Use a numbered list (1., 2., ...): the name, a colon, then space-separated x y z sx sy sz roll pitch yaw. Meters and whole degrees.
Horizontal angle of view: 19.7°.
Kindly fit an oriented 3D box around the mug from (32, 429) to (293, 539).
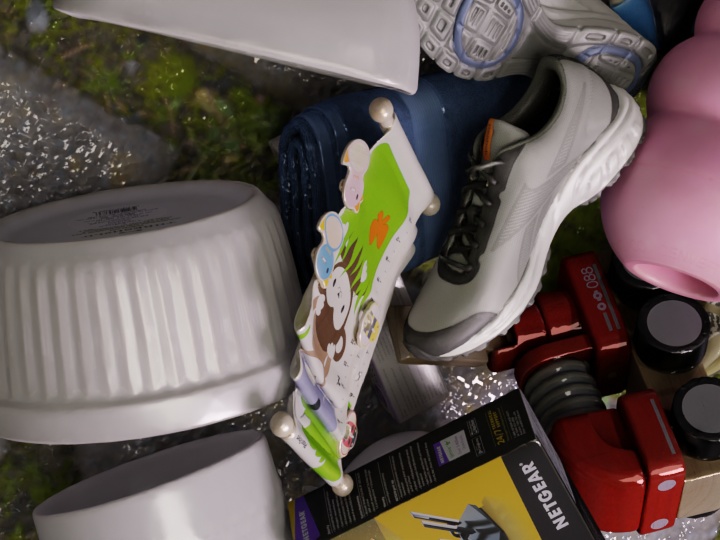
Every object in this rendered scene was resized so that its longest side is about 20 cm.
1. mug: -0.120 0.209 1.252 0.147 0.199 0.177 -24 98 -57

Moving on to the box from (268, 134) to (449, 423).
1. box: 0.000 0.000 1.294 0.041 0.039 0.201 -28 116 -9

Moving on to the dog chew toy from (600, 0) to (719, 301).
1. dog chew toy: 0.222 -0.086 1.258 0.124 0.124 0.202 26 78 -27

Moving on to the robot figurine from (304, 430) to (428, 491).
1. robot figurine: 0.057 0.178 1.337 0.199 0.114 0.169 36 127 -28

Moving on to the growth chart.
1. growth chart: -0.003 0.016 1.152 0.145 0.018 0.202 42 64 -66

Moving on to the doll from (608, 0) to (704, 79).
1. doll: 0.207 -0.192 1.304 0.135 0.048 0.202 -10 118 -28

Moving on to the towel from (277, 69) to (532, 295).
1. towel: 0.036 -0.061 1.252 0.199 0.048 0.113 -17 109 -36

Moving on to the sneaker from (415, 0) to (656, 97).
1. sneaker: 0.086 -0.155 1.239 0.199 0.087 0.075 22 117 -39

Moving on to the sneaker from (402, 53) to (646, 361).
1. sneaker: 0.081 -0.038 1.213 0.079 0.074 0.201 37 83 -33

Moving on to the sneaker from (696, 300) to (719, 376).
1. sneaker: 0.236 -0.028 1.369 0.088 0.077 0.202 19 95 -13

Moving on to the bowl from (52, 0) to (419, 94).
1. bowl: -0.061 -0.152 1.119 0.198 0.200 0.075 12 96 -5

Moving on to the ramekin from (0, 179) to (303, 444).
1. ramekin: -0.127 0.017 1.168 0.198 0.200 0.106 -12 103 -17

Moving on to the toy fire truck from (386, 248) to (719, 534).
1. toy fire truck: 0.122 0.072 1.287 0.198 0.177 0.129 -12 145 -8

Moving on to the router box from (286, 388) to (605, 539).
1. router box: 0.070 0.186 1.243 0.156 0.052 0.201 -27 123 8
